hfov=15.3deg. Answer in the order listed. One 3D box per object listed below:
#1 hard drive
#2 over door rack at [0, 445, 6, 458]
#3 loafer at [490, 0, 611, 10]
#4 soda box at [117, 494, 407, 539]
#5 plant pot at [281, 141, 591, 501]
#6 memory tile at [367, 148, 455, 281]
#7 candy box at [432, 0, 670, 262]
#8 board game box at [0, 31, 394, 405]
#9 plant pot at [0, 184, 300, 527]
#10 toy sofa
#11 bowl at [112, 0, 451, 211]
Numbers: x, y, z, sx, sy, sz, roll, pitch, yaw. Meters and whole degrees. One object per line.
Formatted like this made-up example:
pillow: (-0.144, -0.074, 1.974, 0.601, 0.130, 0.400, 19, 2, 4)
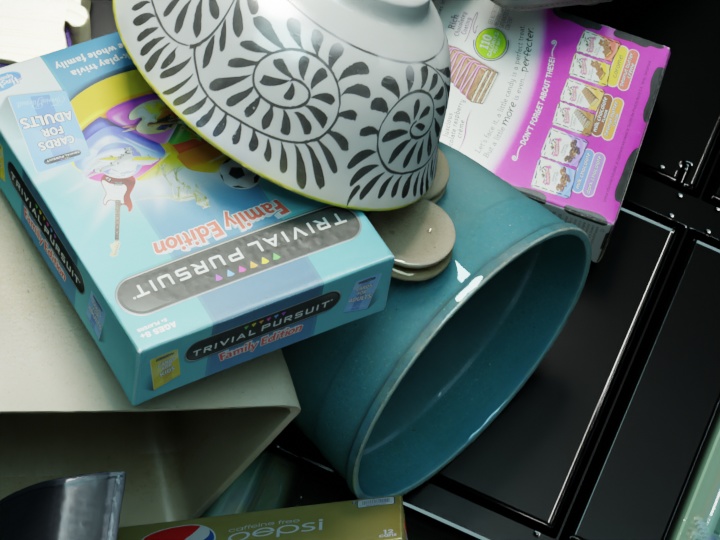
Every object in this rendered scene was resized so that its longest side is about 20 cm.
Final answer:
hard drive: (-0.189, 0.186, 1.449, 0.042, 0.200, 0.136, 17, 64, -23)
over door rack: (-0.266, 0.013, 1.601, 0.199, 0.067, 0.148, 34, 66, -5)
loafer: (0.144, -0.194, 1.692, 0.199, 0.070, 0.070, -19, 61, -40)
soda box: (-0.070, 0.179, 1.507, 0.198, 0.064, 0.068, -7, 109, 3)
plant pot: (0.000, 0.000, 1.566, 0.188, 0.201, 0.200, 40, 68, 21)
memory tile: (-0.048, -0.061, 1.471, 0.198, 0.017, 0.154, 5, 50, -7)
candy box: (0.080, -0.103, 1.683, 0.199, 0.061, 0.137, 20, 64, 3)
board game box: (-0.097, -0.041, 1.404, 0.150, 0.047, 0.200, -20, 57, -24)
plant pot: (-0.169, 0.032, 1.495, 0.198, 0.200, 0.178, 1, 66, -24)
toy sofa: (-0.265, -0.158, 1.663, 0.198, 0.083, 0.098, 5, 70, -3)
bowl: (-0.022, -0.135, 1.414, 0.200, 0.094, 0.201, 26, 30, -17)
